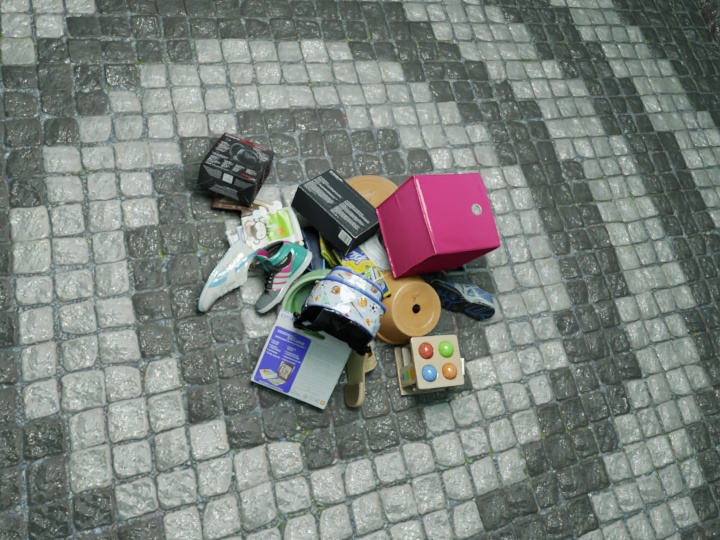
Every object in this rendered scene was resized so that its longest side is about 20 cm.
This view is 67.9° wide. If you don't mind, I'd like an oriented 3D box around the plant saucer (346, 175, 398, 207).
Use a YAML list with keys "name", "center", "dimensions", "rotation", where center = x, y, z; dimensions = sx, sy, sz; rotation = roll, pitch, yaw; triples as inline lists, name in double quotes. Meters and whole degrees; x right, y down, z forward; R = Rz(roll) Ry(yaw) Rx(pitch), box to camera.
- name: "plant saucer"
  center: [0.018, -0.200, 1.503]
  dimensions: [0.198, 0.032, 0.202]
  rotation: [-2, 52, 3]

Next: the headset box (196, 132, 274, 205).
- name: "headset box"
  center: [-0.321, -0.275, 1.410]
  dimensions: [0.147, 0.078, 0.201]
  rotation: [20, 37, -7]

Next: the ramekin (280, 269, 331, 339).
- name: "ramekin"
  center: [-0.092, 0.095, 1.320]
  dimensions: [0.197, 0.098, 0.202]
  rotation: [0, 107, 0]

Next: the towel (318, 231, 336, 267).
- name: "towel"
  center: [-0.094, -0.115, 1.442]
  dimensions: [0.018, 0.086, 0.202]
  rotation: [-14, 63, 11]

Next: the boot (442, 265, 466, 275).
- name: "boot"
  center: [0.209, -0.045, 1.448]
  dimensions: [0.198, 0.074, 0.096]
  rotation: [13, 37, -35]

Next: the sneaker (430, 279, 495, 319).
- name: "sneaker"
  center: [0.287, 0.072, 1.519]
  dimensions: [0.198, 0.076, 0.077]
  rotation: [24, 43, -8]

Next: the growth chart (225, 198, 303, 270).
- name: "growth chart"
  center: [-0.248, -0.090, 1.386]
  dimensions: [0.198, 0.018, 0.146]
  rotation: [-26, 97, -7]

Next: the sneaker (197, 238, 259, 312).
- name: "sneaker"
  center: [-0.329, 0.022, 1.322]
  dimensions: [0.080, 0.076, 0.201]
  rotation: [36, 79, -12]

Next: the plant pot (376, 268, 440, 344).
- name: "plant pot"
  center: [0.115, 0.096, 1.377]
  dimensions: [0.198, 0.140, 0.203]
  rotation: [0, 90, -20]

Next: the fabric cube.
- name: "fabric cube"
  center: [0.185, -0.111, 1.312]
  dimensions: [0.197, 0.200, 0.198]
  rotation: [-7, 77, -29]

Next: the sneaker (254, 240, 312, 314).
- name: "sneaker"
  center: [-0.222, 0.004, 1.322]
  dimensions: [0.121, 0.084, 0.201]
  rotation: [38, 90, -31]

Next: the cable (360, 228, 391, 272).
- name: "cable"
  center: [0.083, -0.079, 1.504]
  dimensions: [0.198, 0.069, 0.202]
  rotation: [15, 67, -11]

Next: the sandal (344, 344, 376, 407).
- name: "sandal"
  center: [0.008, 0.243, 1.373]
  dimensions: [0.069, 0.077, 0.214]
  rotation: [21, 69, -43]

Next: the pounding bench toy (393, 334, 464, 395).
- name: "pounding bench toy"
  center: [0.208, 0.239, 1.373]
  dimensions: [0.198, 0.156, 0.126]
  rotation: [-2, 72, -18]

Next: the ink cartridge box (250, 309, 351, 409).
- name: "ink cartridge box"
  center: [-0.135, 0.209, 1.281]
  dimensions: [0.196, 0.043, 0.202]
  rotation: [24, 105, -7]

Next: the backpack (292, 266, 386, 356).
- name: "backpack"
  center: [-0.030, 0.084, 1.162]
  dimensions: [0.198, 0.190, 0.155]
  rotation: [24, 77, -8]

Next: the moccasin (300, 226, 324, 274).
- name: "moccasin"
  center: [-0.133, -0.025, 1.421]
  dimensions: [0.067, 0.081, 0.202]
  rotation: [0, 56, -12]

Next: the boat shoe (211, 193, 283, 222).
- name: "boat shoe"
  center: [-0.296, -0.153, 1.417]
  dimensions: [0.198, 0.072, 0.073]
  rotation: [22, 77, -7]

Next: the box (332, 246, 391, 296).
- name: "box"
  center: [0.000, 0.000, 1.362]
  dimensions: [0.070, 0.065, 0.200]
  rotation: [-31, 40, -5]

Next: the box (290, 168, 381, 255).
- name: "box"
  center: [-0.058, -0.153, 1.377]
  dimensions: [0.200, 0.079, 0.141]
  rotation: [43, 47, 10]
